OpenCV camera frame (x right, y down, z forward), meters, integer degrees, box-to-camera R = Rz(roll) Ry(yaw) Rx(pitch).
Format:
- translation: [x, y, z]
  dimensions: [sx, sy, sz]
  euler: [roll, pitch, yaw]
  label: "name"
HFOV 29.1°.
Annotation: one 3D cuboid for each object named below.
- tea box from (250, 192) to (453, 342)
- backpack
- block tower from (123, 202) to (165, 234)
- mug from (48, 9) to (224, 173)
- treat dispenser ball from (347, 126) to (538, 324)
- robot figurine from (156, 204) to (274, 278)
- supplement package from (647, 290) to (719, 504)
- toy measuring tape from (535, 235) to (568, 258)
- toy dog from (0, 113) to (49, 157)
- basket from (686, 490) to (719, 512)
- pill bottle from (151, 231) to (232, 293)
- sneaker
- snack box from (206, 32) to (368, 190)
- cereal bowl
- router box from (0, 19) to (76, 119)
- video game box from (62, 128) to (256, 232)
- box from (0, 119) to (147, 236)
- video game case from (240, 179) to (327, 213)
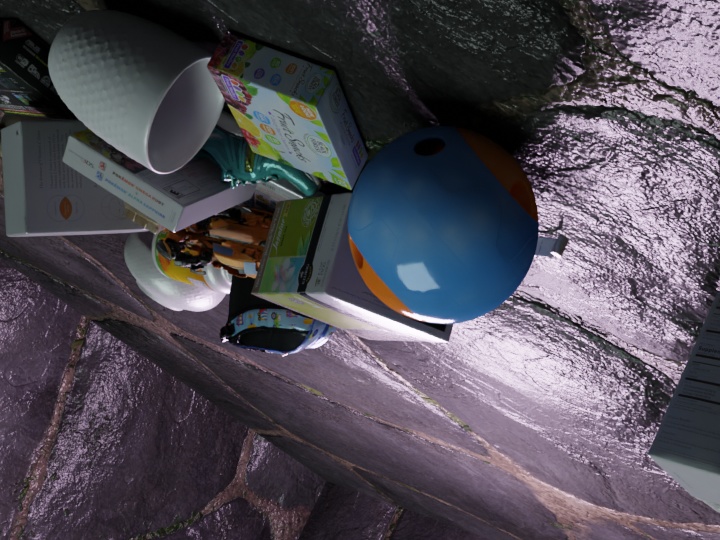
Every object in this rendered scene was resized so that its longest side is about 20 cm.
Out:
- translation: [0.000, 0.000, 1.771]
  dimensions: [0.198, 0.135, 0.196]
  euler: [22, 166, -31]
  label: "tea box"
- translation: [-0.100, 0.036, 2.047]
  dimensions: [0.133, 0.185, 0.199]
  euler: [7, 179, -42]
  label: "backpack"
- translation: [-0.247, -0.109, 1.853]
  dimensions: [0.057, 0.054, 0.200]
  euler: [30, -154, 9]
  label: "block tower"
- translation: [-0.253, -0.219, 1.607]
  dimensions: [0.174, 0.149, 0.200]
  euler: [31, -163, 18]
  label: "mug"
- translation: [0.085, -0.047, 1.429]
  dimensions: [0.199, 0.203, 0.201]
  euler: [25, 165, 7]
  label: "treat dispenser ball"
- translation: [-0.186, -0.049, 1.942]
  dimensions: [0.197, 0.146, 0.059]
  euler: [15, 130, 12]
  label: "robot figurine"
- translation: [0.409, 0.140, 1.469]
  dimensions: [0.109, 0.202, 0.114]
  euler: [11, 159, 47]
  label: "supplement package"
- translation: [0.141, -0.051, 1.570]
  dimensions: [0.199, 0.074, 0.073]
  euler: [12, 158, 45]
  label: "toy measuring tape"
- translation: [-0.453, -0.176, 2.066]
  dimensions: [0.198, 0.140, 0.195]
  euler: [22, 151, 19]
  label: "toy dog"
- translation: [0.541, 0.246, 1.658]
  dimensions: [0.199, 0.162, 0.198]
  euler: [34, 163, -20]
  label: "basket"
- translation: [-0.231, -0.025, 2.204]
  dimensions: [0.198, 0.112, 0.111]
  euler: [13, 159, 42]
  label: "pill bottle"
- translation: [-0.141, -0.136, 1.756]
  dimensions: [0.198, 0.080, 0.078]
  euler: [24, 164, 10]
  label: "sneaker"
- translation: [-0.078, -0.177, 1.568]
  dimensions: [0.141, 0.053, 0.200]
  euler: [21, 163, 20]
  label: "snack box"
- translation: [-0.327, 0.008, 2.392]
  dimensions: [0.199, 0.084, 0.200]
  euler: [34, -171, -6]
  label: "cereal bowl"
- translation: [-0.484, -0.278, 1.919]
  dimensions: [0.199, 0.063, 0.150]
  euler: [11, 158, 46]
  label: "router box"
- translation: [-0.251, -0.131, 1.775]
  dimensions: [0.181, 0.047, 0.200]
  euler: [34, -154, 14]
  label: "video game box"
- translation: [-0.383, -0.127, 1.911]
  dimensions: [0.198, 0.155, 0.106]
  euler: [-3, 180, -29]
  label: "box"
- translation: [-0.093, -0.089, 1.933]
  dimensions: [0.198, 0.024, 0.182]
  euler: [27, 165, 2]
  label: "video game case"
